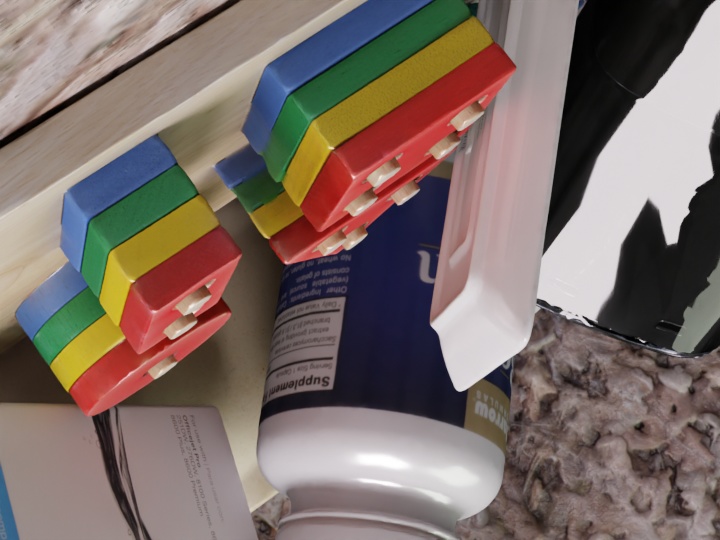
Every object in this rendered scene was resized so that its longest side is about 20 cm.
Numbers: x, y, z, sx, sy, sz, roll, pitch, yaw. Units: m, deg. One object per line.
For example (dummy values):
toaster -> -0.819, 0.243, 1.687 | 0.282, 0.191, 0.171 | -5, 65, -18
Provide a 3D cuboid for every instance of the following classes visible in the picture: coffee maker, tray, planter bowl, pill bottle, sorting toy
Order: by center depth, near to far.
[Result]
sorting toy -> -0.045, -0.027, 0.590 | 0.200, 0.070, 0.199 | -35, 175, -17
tray -> 0.054, -0.060, 0.604 | 0.107, 0.022, 0.200 | 121, -20, -74
coffee maker -> 0.128, -0.069, 0.624 | 0.192, 0.135, 0.200 | -44, 165, -53
pill bottle -> 0.014, 0.049, 0.729 | 0.111, 0.111, 0.200 | 135, -34, -64
planter bowl -> -0.086, 0.066, 0.830 | 0.200, 0.135, 0.200 | -37, 175, -3

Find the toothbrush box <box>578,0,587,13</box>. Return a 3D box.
toothbrush box -> 0.206, -0.097, 0.912 | 0.146, 0.200, 0.085 | -36, -150, 3

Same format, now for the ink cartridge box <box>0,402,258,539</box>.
ink cartridge box -> -0.156, 0.115, 0.654 | 0.145, 0.084, 0.200 | -27, 163, 26

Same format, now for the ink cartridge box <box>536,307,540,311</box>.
ink cartridge box -> 0.049, 0.025, 1.016 | 0.200, 0.067, 0.116 | -40, 165, -9

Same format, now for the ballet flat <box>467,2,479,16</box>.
ballet flat -> 0.035, -0.072, 0.795 | 0.070, 0.067, 0.200 | -50, -176, -27
